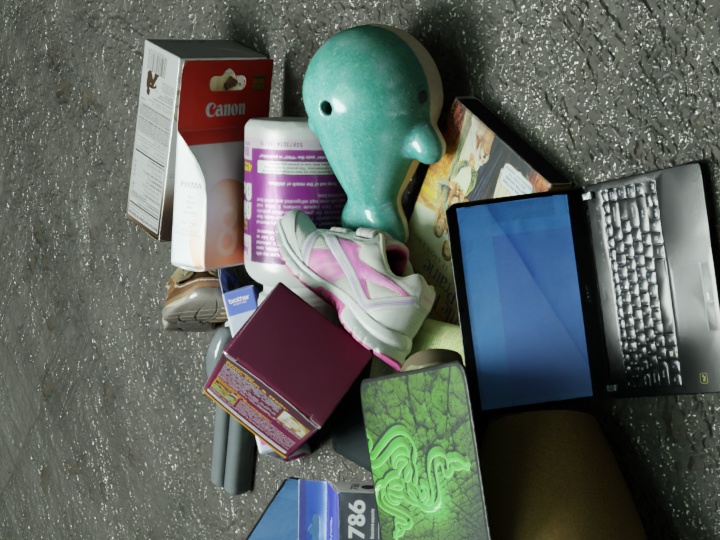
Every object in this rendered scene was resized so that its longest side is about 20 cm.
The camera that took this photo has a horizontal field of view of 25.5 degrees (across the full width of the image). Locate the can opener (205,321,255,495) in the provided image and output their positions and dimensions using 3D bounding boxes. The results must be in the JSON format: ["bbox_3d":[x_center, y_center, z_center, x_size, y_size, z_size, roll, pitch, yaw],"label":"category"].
[{"bbox_3d":[-0.146,0.150,1.750,0.052,0.066,0.202,24,118,48],"label":"can opener"}]

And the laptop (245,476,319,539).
[{"bbox_3d":[-0.007,0.308,1.510,0.201,0.115,0.188,53,136,22],"label":"laptop"}]

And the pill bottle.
[{"bbox_3d":[-0.060,-0.048,1.563,0.112,0.111,0.202,10,102,52],"label":"pill bottle"}]

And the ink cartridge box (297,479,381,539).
[{"bbox_3d":[0.038,0.242,1.425,0.039,0.198,0.101,-50,-40,-78],"label":"ink cartridge box"}]

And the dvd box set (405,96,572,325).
[{"bbox_3d":[0.101,-0.032,1.417,0.146,0.029,0.201,48,130,39],"label":"dvd box set"}]

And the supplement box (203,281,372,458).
[{"bbox_3d":[-0.071,0.096,1.476,0.110,0.086,0.200,38,162,0],"label":"supplement box"}]

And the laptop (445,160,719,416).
[{"bbox_3d":[0.178,0.018,1.261,0.199,0.103,0.179,-10,87,53],"label":"laptop"}]

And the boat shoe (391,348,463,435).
[{"bbox_3d":[0.049,0.145,1.373,0.201,0.071,0.069,97,169,-57],"label":"boat shoe"}]

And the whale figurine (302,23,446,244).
[{"bbox_3d":[0.003,-0.118,1.435,0.158,0.103,0.202,19,115,38],"label":"whale figurine"}]

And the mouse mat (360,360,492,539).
[{"bbox_3d":[0.050,0.161,1.289,0.200,0.007,0.163,159,103,-65],"label":"mouse mat"}]

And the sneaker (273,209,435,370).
[{"bbox_3d":[0.000,0.000,1.441,0.088,0.081,0.200,-48,56,3],"label":"sneaker"}]

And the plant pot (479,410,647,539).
[{"bbox_3d":[0.154,0.222,1.282,0.186,0.185,0.202,-30,57,51],"label":"plant pot"}]

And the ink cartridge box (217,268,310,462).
[{"bbox_3d":[-0.099,0.093,1.642,0.119,0.042,0.202,53,-160,-77],"label":"ink cartridge box"}]

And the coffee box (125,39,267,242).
[{"bbox_3d":[-0.176,-0.140,1.707,0.080,0.112,0.202,31,119,47],"label":"coffee box"}]

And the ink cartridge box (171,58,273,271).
[{"bbox_3d":[-0.120,-0.108,1.596,0.050,0.162,0.202,13,103,29],"label":"ink cartridge box"}]

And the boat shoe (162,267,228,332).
[{"bbox_3d":[-0.182,0.022,1.738,0.200,0.075,0.073,153,120,-71],"label":"boat shoe"}]

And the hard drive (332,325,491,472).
[{"bbox_3d":[0.045,0.137,1.513,0.199,0.033,0.141,22,112,50],"label":"hard drive"}]

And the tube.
[{"bbox_3d":[0.077,0.075,1.402,0.199,0.058,0.052,4,131,49],"label":"tube"}]
